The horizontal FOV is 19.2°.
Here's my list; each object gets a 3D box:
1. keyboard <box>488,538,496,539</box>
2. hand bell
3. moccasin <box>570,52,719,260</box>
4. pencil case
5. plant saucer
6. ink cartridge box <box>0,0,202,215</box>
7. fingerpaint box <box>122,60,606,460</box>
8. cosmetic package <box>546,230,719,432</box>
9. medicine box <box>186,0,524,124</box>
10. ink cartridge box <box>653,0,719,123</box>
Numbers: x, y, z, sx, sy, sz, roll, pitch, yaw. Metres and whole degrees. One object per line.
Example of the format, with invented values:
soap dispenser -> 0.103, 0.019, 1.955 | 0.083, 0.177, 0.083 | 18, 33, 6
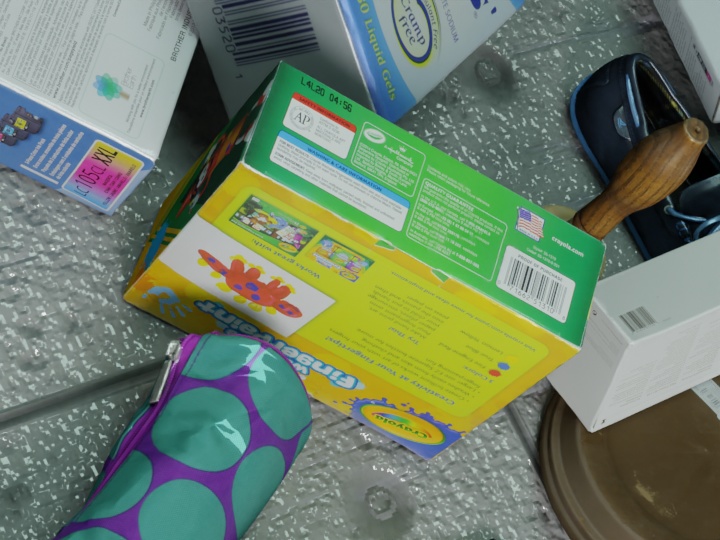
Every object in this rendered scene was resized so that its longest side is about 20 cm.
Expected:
keyboard -> 0.094, 0.242, 1.122 | 0.104, 0.040, 0.201 | -22, 76, -37
hand bell -> 0.134, -0.029, 1.191 | 0.103, 0.200, 0.105 | 14, 57, -23
moccasin -> 0.204, -0.044, 1.324 | 0.200, 0.068, 0.080 | 51, 51, 1
pencil case -> -0.105, 0.120, 1.043 | 0.093, 0.085, 0.200 | 49, 49, -18
plant saucer -> 0.201, 0.113, 1.223 | 0.198, 0.030, 0.201 | 8, 48, -8
ink cartridge box -> -0.191, -0.138, 1.139 | 0.199, 0.076, 0.137 | 28, 53, -17
fingerpaint box -> 0.000, 0.000, 1.118 | 0.199, 0.167, 0.074 | 28, 55, -13
cosmetic package -> 0.205, 0.019, 1.232 | 0.199, 0.083, 0.051 | -21, 55, -30
medicine box -> -0.012, -0.191, 1.189 | 0.200, 0.102, 0.183 | -45, 122, -51
ink cartridge box -> 0.291, -0.196, 1.413 | 0.195, 0.043, 0.201 | -10, 56, -13
